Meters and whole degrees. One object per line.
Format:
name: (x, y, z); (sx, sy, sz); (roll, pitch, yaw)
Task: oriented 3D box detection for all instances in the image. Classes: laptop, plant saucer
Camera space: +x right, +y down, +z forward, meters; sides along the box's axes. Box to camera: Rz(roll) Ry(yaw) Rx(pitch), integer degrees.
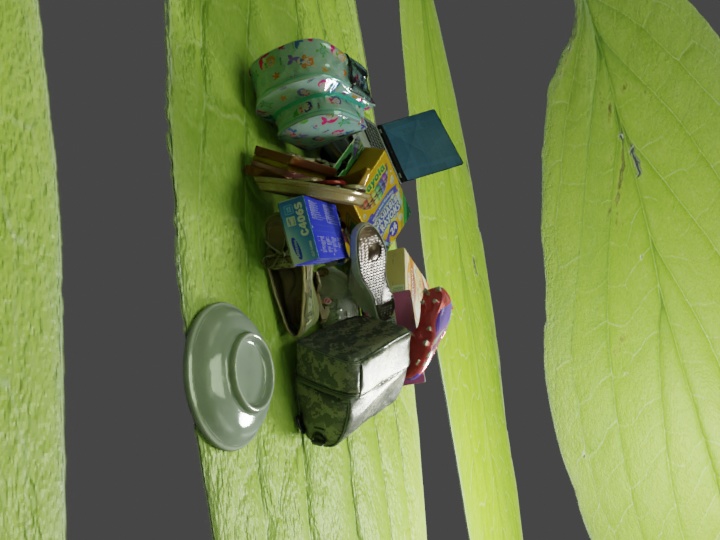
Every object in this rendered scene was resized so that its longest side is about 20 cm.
laptop: (0.075, -0.277, 1.350); (0.199, 0.116, 0.188); (28, 32, -41)
plant saucer: (-0.163, 0.140, 0.923); (0.200, 0.050, 0.202); (-10, 90, -69)

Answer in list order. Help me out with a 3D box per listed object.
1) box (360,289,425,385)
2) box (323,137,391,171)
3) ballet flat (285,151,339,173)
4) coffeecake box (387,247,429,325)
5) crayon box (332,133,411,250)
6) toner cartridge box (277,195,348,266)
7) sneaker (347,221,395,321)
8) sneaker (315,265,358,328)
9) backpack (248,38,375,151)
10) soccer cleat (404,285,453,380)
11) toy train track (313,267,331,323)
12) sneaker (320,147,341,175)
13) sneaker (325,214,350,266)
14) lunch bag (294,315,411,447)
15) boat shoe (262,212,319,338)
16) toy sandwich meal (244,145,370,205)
box: (0.059, 0.134, 1.366); (0.200, 0.096, 0.177); (108, -27, -87)
box: (-0.027, -0.262, 1.353); (0.200, 0.048, 0.158); (53, 24, 7)
ballet flat: (-0.097, -0.183, 1.241); (0.200, 0.063, 0.076); (-26, 104, -69)
coffeecake box: (0.108, 0.063, 1.661); (0.200, 0.073, 0.155); (50, 34, -54)
crayon box: (0.018, -0.130, 1.239); (0.126, 0.051, 0.200); (-57, 141, -25)
toner cartridge box: (-0.069, -0.059, 1.061); (0.200, 0.043, 0.096); (-5, 80, -79)
sneaker: (0.000, 0.000, 1.188); (0.073, 0.084, 0.201); (-35, 131, -31)
sneaker: (-0.037, 0.088, 1.251); (0.100, 0.074, 0.201); (-65, 140, -60)
backpack: (-0.088, -0.300, 1.163); (0.200, 0.176, 0.152); (22, 57, -59)
soccer cleat: (0.127, 0.120, 1.246); (0.077, 0.066, 0.201); (47, 48, -34)
toy train track: (-0.079, -0.008, 1.183); (0.115, 0.032, 0.201); (119, -42, -64)
sneaker: (-0.021, -0.185, 1.438); (0.078, 0.070, 0.201); (-49, 125, -56)
sneaker: (-0.049, -0.056, 1.281); (0.200, 0.074, 0.091); (-32, 112, -74)
lunch bag: (-0.015, 0.184, 1.139); (0.200, 0.139, 0.169); (-21, 117, -53)
boat shoe: (-0.112, 0.007, 1.092); (0.063, 0.073, 0.201); (-53, 130, -67)
toy sandwich meal: (-0.077, -0.149, 1.068); (0.205, 0.204, 0.071); (-1, 99, -70)
